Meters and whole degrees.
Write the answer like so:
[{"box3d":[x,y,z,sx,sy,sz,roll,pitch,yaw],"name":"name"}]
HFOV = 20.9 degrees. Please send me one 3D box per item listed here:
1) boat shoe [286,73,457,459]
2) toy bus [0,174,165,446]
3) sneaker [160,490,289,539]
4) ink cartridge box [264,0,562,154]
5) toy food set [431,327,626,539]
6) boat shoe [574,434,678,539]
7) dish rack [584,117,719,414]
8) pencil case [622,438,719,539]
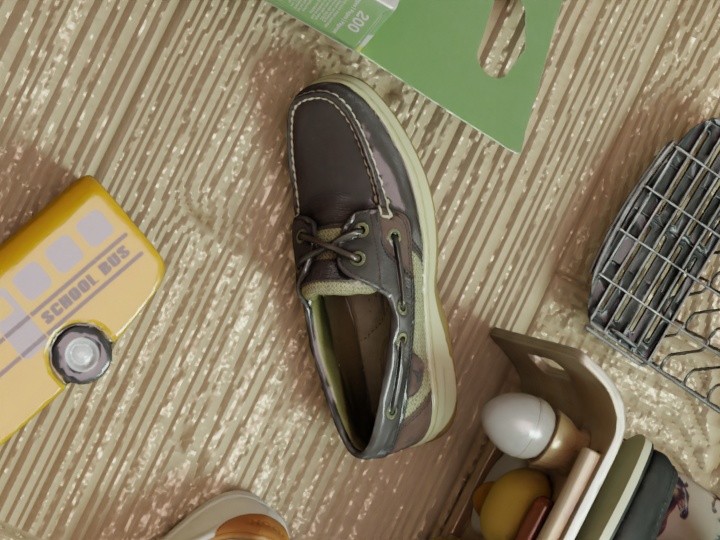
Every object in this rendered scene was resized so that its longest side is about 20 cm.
[{"box3d":[0.000,0.000,1.004,0.065,0.073,0.201,-25,101,-52],"name":"boat shoe"},{"box3d":[-0.186,0.047,0.968,0.200,0.065,0.078,-42,101,-10],"name":"toy bus"},{"box3d":[-0.117,0.190,0.984,0.200,0.085,0.073,-44,103,-6],"name":"sneaker"},{"box3d":[0.023,-0.167,0.989,0.200,0.048,0.146,29,51,-13],"name":"ink cartridge box"},{"box3d":[0.052,0.127,0.995,0.060,0.143,0.200,29,85,-14],"name":"toy food set"},{"box3d":[0.109,0.178,0.957,0.063,0.074,0.202,29,74,-7],"name":"boat shoe"},{"box3d":[0.221,0.018,1.083,0.200,0.055,0.154,34,82,-12],"name":"dish rack"},{"box3d":[0.177,0.160,1.065,0.200,0.089,0.078,32,56,-14],"name":"pencil case"}]
